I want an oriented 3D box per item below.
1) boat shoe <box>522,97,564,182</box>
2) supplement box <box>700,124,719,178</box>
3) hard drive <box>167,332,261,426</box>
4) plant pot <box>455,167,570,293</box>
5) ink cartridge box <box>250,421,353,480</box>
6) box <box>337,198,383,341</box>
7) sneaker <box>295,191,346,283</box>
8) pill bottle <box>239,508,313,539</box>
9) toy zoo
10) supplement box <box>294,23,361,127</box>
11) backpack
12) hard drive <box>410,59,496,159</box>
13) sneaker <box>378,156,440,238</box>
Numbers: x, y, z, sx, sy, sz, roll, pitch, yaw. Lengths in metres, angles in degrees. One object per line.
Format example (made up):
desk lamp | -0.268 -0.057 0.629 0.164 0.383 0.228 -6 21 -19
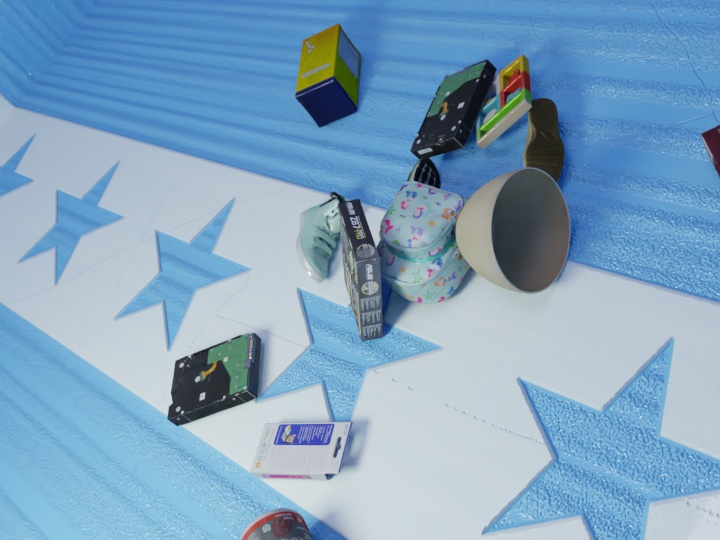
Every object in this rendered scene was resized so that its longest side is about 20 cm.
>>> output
boat shoe | 0.331 -0.220 1.649 0.072 0.063 0.204 -1 60 4
supplement box | 0.642 -0.202 1.386 0.198 0.061 0.110 -24 45 19
hard drive | -0.286 0.214 1.777 0.198 0.038 0.141 -23 46 23
plant pot | 0.236 -0.064 1.502 0.133 0.200 0.202 0 56 50
ink cartridge box | -0.098 0.313 1.566 0.197 0.037 0.096 -9 52 36
box | 0.000 0.000 1.620 0.048 0.202 0.163 -9 44 -6
sneaker | -0.065 -0.074 1.813 0.117 0.074 0.203 -30 41 24
pill bottle | -0.105 0.476 1.383 0.116 0.116 0.201 -40 43 3
toy zoo | 0.277 -0.338 1.755 0.131 0.020 0.202 -40 27 36
supplement box | -0.073 -0.454 2.099 0.108 0.109 0.203 -17 48 26
backpack | 0.118 -0.049 1.610 0.176 0.150 0.202 23 77 38
hard drive | 0.188 -0.323 1.823 0.139 0.038 0.202 -9 51 53
sneaker | 0.086 -0.137 1.759 0.088 0.077 0.202 -1 54 47
